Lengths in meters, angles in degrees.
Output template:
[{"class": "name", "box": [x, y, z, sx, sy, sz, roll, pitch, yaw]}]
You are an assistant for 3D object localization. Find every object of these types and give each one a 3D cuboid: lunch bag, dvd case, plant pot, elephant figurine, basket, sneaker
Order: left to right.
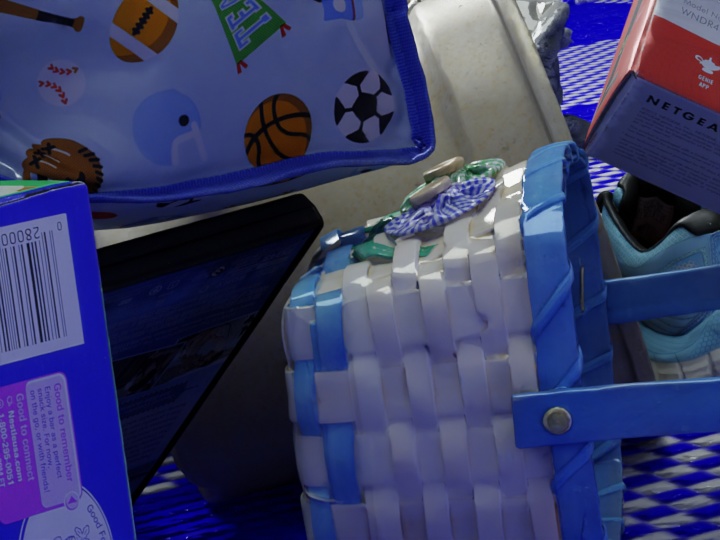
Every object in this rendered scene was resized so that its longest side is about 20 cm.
[{"class": "lunch bag", "box": [-0.106, -0.071, 0.925, 0.199, 0.124, 0.170, -14, 5, -29]}, {"class": "dvd case", "box": [-0.107, 0.054, 0.961, 0.142, 0.018, 0.200, -18, -27, -42]}, {"class": "plant pot", "box": [0.000, 0.000, 1.100, 0.183, 0.201, 0.200, -21, 9, 2]}, {"class": "elephant figurine", "box": [0.105, -0.127, 1.990, 0.141, 0.155, 0.200, 35, -2, -29]}, {"class": "basket", "box": [0.078, 0.028, 0.917, 0.199, 0.140, 0.176, -3, 9, 4]}, {"class": "sneaker", "box": [0.133, -0.004, 1.215, 0.078, 0.090, 0.200, -12, 8, -15]}]

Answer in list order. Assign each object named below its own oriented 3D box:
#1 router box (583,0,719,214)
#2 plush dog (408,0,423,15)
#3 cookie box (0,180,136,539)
[{"class": "router box", "box": [0.192, -0.078, 0.940, 0.199, 0.180, 0.049, 23, -34, -4]}, {"class": "plush dog", "box": [0.011, -0.058, 1.283, 0.160, 0.172, 0.200, 30, 4, -7]}, {"class": "cookie box", "box": [-0.159, 0.063, 0.849, 0.075, 0.172, 0.200, -14, 10, -43]}]
